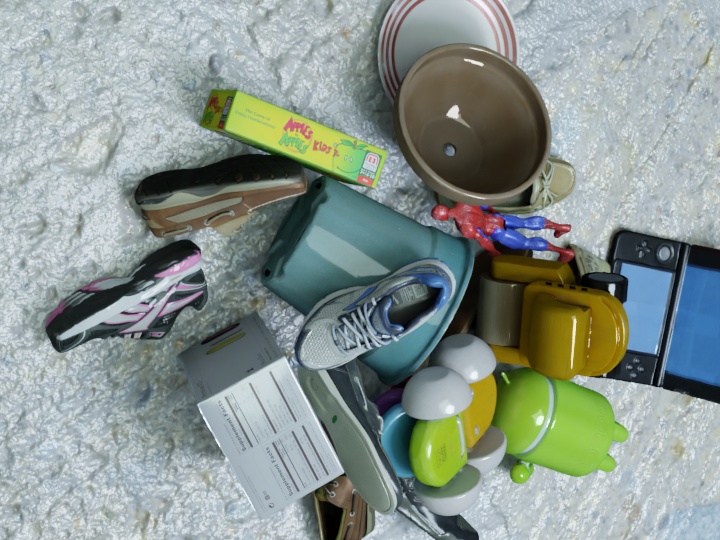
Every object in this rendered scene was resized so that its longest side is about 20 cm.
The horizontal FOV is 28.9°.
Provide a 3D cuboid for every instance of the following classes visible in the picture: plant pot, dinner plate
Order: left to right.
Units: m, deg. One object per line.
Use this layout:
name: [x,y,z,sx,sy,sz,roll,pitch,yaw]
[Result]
plant pot: [0.000,0.000,1.647,0.195,0.200,0.202,31,85,-16]
dinner plate: [0.108,-0.268,1.740,0.197,0.024,0.203,-4,99,-23]
plant pot: [0.122,-0.163,1.680,0.198,0.093,0.204,7,69,-19]

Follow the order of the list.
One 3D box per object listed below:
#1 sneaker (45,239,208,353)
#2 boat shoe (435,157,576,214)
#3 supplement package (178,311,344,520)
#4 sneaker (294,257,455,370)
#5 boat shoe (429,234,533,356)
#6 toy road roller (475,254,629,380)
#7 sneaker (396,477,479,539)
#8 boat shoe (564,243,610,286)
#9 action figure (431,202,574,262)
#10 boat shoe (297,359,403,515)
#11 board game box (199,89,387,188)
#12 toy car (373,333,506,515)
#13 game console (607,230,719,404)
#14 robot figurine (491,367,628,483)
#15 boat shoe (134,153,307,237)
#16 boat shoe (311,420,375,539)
sneaker: [-0.258,0.050,1.600,0.198,0.080,0.087,-27,117,-12]
boat shoe: [0.195,-0.105,1.777,0.198,0.063,0.074,-4,99,-22]
supplement package: [-0.118,0.160,1.597,0.110,0.200,0.157,-29,107,-6]
sneaker: [0.013,0.049,1.526,0.198,0.085,0.078,-31,100,4]
boat shoe: [0.156,0.044,1.779,0.200,0.070,0.071,-50,131,-14]
toy road roller: [0.218,0.062,1.644,0.146,0.197,0.125,-21,118,-61]
sneaker: [0.097,0.274,1.779,0.199,0.076,0.115,41,87,-17]
boat shoe: [0.274,0.048,1.789,0.062,0.201,0.073,34,128,-14]
action figure: [0.172,-0.051,1.723,0.198,0.052,0.066,15,62,-29]
boat shoe: [0.002,0.177,1.581,0.067,0.072,0.202,-17,71,-36]
board game box: [-0.078,-0.154,1.632,0.198,0.101,0.048,20,90,-24]
toy car: [0.083,0.180,1.667,0.200,0.148,0.177,-45,132,-54]
game console: [0.417,0.062,1.864,0.170,0.118,0.203,10,93,-24]
robot figurine: [0.248,0.197,1.811,0.198,0.116,0.177,21,96,-24]
boat shoe: [-0.157,-0.082,1.608,0.197,0.076,0.075,-7,120,7]
boat shoe: [-0.025,0.259,1.696,0.068,0.071,0.202,-31,125,-35]
